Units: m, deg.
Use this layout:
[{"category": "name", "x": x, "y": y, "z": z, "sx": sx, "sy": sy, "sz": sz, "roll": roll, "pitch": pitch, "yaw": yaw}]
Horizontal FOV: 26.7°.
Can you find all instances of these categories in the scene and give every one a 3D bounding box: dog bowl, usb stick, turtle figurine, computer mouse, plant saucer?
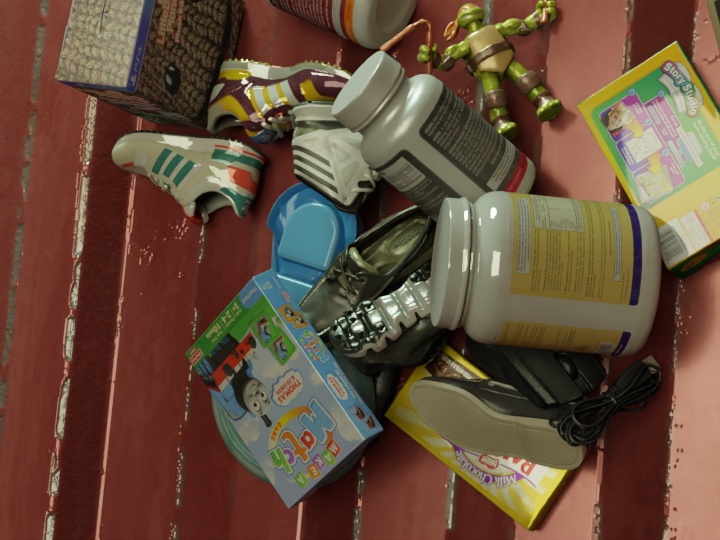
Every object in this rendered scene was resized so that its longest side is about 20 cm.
[{"category": "dog bowl", "x": -0.058, "y": 0.004, "z": 1.658, "sx": 0.111, "sy": 0.049, "sz": 0.202, "roll": 17, "pitch": 90, "yaw": 26}, {"category": "usb stick", "x": 0.021, "y": 0.087, "z": 1.616, "sx": 0.055, "sy": 0.033, "sz": 0.202, "roll": 17, "pitch": 89, "yaw": 27}, {"category": "turtle figurine", "x": 0.131, "y": -0.216, "z": 1.589, "sx": 0.199, "sy": 0.064, "sz": 0.162, "roll": -23, "pitch": 77, "yaw": -13}, {"category": "computer mouse", "x": 0.188, "y": 0.082, "z": 1.496, "sx": 0.199, "sy": 0.138, "sz": 0.053, "roll": 32, "pitch": 138, "yaw": 36}, {"category": "plant saucer", "x": -0.079, "y": 0.137, "z": 1.614, "sx": 0.198, "sy": 0.027, "sz": 0.202, "roll": 3, "pitch": 96, "yaw": 25}]

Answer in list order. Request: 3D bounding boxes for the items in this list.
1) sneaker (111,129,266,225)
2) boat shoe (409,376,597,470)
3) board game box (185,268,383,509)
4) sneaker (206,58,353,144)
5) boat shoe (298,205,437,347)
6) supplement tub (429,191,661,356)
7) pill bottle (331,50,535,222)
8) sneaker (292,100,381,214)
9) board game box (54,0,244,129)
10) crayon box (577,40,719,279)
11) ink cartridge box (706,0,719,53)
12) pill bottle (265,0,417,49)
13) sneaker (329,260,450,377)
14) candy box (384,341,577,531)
[{"category": "sneaker", "x": -0.205, "y": -0.103, "z": 1.731, "sx": 0.198, "sy": 0.070, "sz": 0.094, "roll": 6, "pitch": 78, "yaw": 23}, {"category": "boat shoe", "x": 0.144, "y": 0.143, "z": 1.520, "sx": 0.199, "sy": 0.063, "sz": 0.073, "roll": 15, "pitch": 130, "yaw": 30}, {"category": "board game box", "x": -0.082, "y": 0.123, "z": 1.559, "sx": 0.201, "sy": 0.036, "sz": 0.151, "roll": 54, "pitch": 130, "yaw": 11}, {"category": "sneaker", "x": -0.081, "y": -0.179, "z": 1.681, "sx": 0.199, "sy": 0.075, "sz": 0.091, "roll": 6, "pitch": 73, "yaw": 34}, {"category": "boat shoe", "x": 0.001, "y": 0.000, "z": 1.571, "sx": 0.200, "sy": 0.066, "sz": 0.072, "roll": -40, "pitch": 65, "yaw": -11}, {"category": "supplement tub", "x": 0.173, "y": 0.002, "z": 1.440, "sx": 0.198, "sy": 0.145, "sz": 0.147, "roll": 6, "pitch": 83, "yaw": -5}, {"category": "pill bottle", "x": 0.070, "y": -0.125, "z": 1.520, "sx": 0.200, "sy": 0.111, "sz": 0.111, "roll": 39, "pitch": 101, "yaw": -16}, {"category": "sneaker", "x": 0.024, "y": -0.115, "z": 1.609, "sx": 0.198, "sy": 0.076, "sz": 0.117, "roll": 3, "pitch": 88, "yaw": 1}, {"category": "board game box", "x": -0.231, "y": -0.260, "z": 1.698, "sx": 0.096, "sy": 0.200, "sz": 0.161, "roll": 9, "pitch": 86, "yaw": 26}, {"category": "crayon box", "x": 0.314, "y": -0.109, "z": 1.496, "sx": 0.118, "sy": 0.058, "sz": 0.201, "roll": -32, "pitch": 70, "yaw": 17}, {"category": "ink cartridge box", "x": 0.389, "y": -0.160, "z": 1.391, "sx": 0.075, "sy": 0.200, "sz": 0.166, "roll": -16, "pitch": 74, "yaw": 22}, {"category": "pill bottle", "x": -0.042, "y": -0.328, "z": 1.668, "sx": 0.199, "sy": 0.113, "sz": 0.114, "roll": 27, "pitch": 93, "yaw": 26}, {"category": "sneaker", "x": 0.068, "y": 0.048, "z": 1.553, "sx": 0.199, "sy": 0.091, "sz": 0.067, "roll": -27, "pitch": 50, "yaw": -2}, {"category": "candy box", "x": 0.127, "y": 0.167, "z": 1.557, "sx": 0.199, "sy": 0.026, "sz": 0.103, "roll": 36, "pitch": 98, "yaw": 25}]
